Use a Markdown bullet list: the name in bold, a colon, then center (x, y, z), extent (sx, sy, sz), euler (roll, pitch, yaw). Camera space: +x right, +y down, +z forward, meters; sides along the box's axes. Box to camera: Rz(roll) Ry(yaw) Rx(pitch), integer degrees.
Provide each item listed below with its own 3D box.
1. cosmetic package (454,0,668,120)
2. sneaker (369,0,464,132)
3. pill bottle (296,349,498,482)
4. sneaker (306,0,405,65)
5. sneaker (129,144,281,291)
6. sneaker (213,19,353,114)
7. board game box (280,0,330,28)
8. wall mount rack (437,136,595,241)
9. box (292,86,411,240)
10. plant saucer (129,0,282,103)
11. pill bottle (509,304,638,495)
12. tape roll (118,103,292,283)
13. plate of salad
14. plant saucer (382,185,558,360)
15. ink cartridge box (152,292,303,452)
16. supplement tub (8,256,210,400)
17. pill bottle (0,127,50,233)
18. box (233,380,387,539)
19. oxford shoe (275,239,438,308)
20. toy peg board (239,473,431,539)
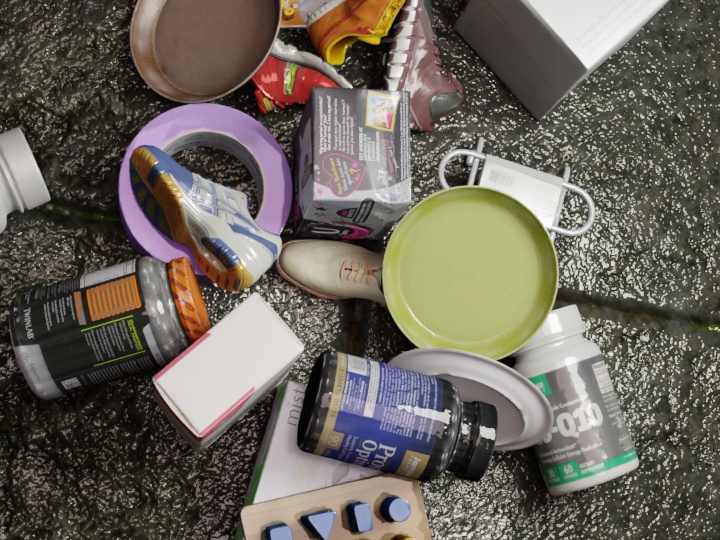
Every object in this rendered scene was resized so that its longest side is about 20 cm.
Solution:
- **cosmetic package**: center (0.241, -0.314, 1.610), extent (0.165, 0.200, 0.165), euler (-42, 89, -13)
- **sneaker**: center (0.080, -0.262, 1.636), extent (0.115, 0.076, 0.202), euler (11, 94, -24)
- **pill bottle**: center (0.040, 0.160, 1.439), extent (0.198, 0.112, 0.113), euler (15, 78, -7)
- **sneaker**: center (0.023, -0.311, 1.576), extent (0.073, 0.200, 0.078), euler (-14, 72, -53)
- **sneaker**: center (-0.173, -0.068, 1.506), extent (0.200, 0.075, 0.088), euler (48, 52, 5)
- **sneaker**: center (-0.087, -0.219, 1.609), extent (0.199, 0.077, 0.085), euler (27, 82, 7)
- **board game box**: center (-0.025, -0.399, 1.670), extent (0.198, 0.026, 0.202), euler (-1, 80, -10)
- **wall mount rack**: center (0.173, -0.059, 1.622), extent (0.198, 0.075, 0.175), euler (18, 74, -6)
- **box**: center (-0.014, -0.115, 1.531), extent (0.114, 0.200, 0.133), euler (1, 79, -8)
- **plant saucer**: center (-0.177, -0.287, 1.583), extent (0.199, 0.034, 0.202), euler (-5, 75, 19)
- **pill bottle**: center (0.240, 0.150, 1.572), extent (0.112, 0.113, 0.201), euler (-18, 83, -12)
- **tape roll**: center (-0.181, -0.088, 1.568), extent (0.198, 0.066, 0.202), euler (2, 79, -9)
- **plate of salad**: center (0.121, 0.139, 1.518), extent (0.199, 0.200, 0.048), euler (24, 55, -5)
- **plant saucer**: center (0.124, 0.004, 1.529), extent (0.198, 0.031, 0.202), euler (0, 96, 2)
- **ink cartridge box**: center (-0.147, 0.116, 1.468), extent (0.146, 0.200, 0.083), euler (-41, 86, -14)
- **supplement tub**: center (-0.272, 0.058, 1.479), extent (0.198, 0.123, 0.124), euler (-16, 83, 0)
- **pill bottle**: center (-0.453, -0.079, 1.494), extent (0.199, 0.114, 0.115), euler (-25, 85, -13)
- **box**: center (-0.034, 0.245, 1.518), extent (0.175, 0.097, 0.202), euler (19, 78, -8)
- **oxford shoe**: center (0.000, 0.000, 1.577), extent (0.198, 0.074, 0.071), euler (12, 78, -7)
- **toy peg board**: center (-0.007, 0.326, 1.412), extent (0.198, 0.098, 0.201), euler (-11, 85, -13)
